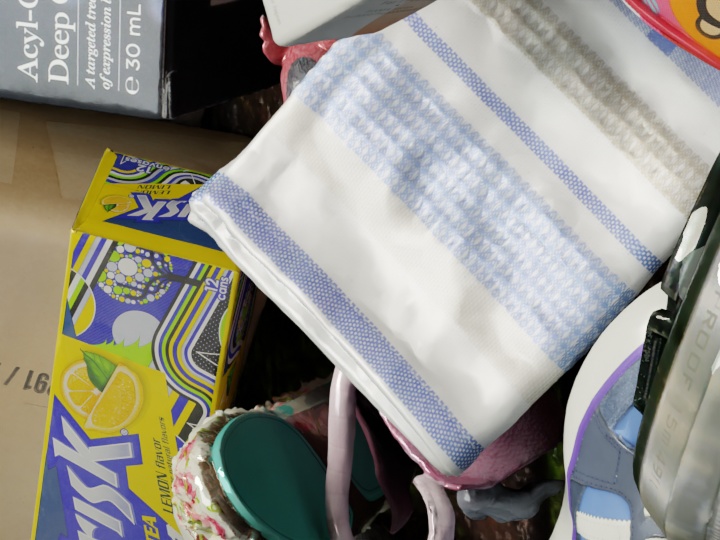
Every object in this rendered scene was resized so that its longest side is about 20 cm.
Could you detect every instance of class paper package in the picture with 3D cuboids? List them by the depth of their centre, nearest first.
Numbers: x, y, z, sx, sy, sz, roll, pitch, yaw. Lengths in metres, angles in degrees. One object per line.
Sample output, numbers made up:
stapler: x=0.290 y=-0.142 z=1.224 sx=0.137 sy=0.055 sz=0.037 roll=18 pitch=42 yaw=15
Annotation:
paper package: x=-0.151 y=0.028 z=1.207 sx=0.104 sy=0.198 sz=0.192 roll=-100 pitch=24 yaw=-55

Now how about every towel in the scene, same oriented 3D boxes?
towel: x=0.049 y=-0.046 z=0.976 sx=0.200 sy=0.024 sz=0.147 roll=-47 pitch=69 yaw=8

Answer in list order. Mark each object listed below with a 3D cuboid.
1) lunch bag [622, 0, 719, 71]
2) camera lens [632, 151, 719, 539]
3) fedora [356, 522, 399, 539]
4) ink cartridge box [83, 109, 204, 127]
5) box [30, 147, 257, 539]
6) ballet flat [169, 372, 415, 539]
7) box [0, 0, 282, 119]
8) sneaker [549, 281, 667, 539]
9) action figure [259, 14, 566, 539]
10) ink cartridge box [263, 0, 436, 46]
lunch bag: x=0.155 y=-0.139 z=0.810 sx=0.175 sy=0.082 sz=0.201 roll=31 pitch=125 yaw=6
camera lens: x=0.182 y=0.030 z=0.746 sx=0.199 sy=0.160 sz=0.161 roll=24 pitch=121 yaw=13
fedora: x=-0.038 y=0.190 z=1.155 sx=0.199 sy=0.177 sz=0.090 roll=-32 pitch=109 yaw=34
ink cartridge box: x=-0.126 y=-0.088 z=1.271 sx=0.115 sy=0.067 sz=0.201 roll=47 pitch=131 yaw=38
box: x=-0.087 y=0.058 z=1.125 sx=0.064 sy=0.070 sz=0.201 roll=-71 pitch=-6 yaw=-56
ballet flat: x=-0.032 y=0.086 z=1.080 sx=0.064 sy=0.200 sz=0.076 roll=-31 pitch=83 yaw=20
box: x=-0.133 y=-0.151 z=1.129 sx=0.199 sy=0.107 sz=0.150 roll=9 pitch=106 yaw=26
sneaker: x=0.120 y=0.117 z=0.951 sx=0.147 sy=0.080 sz=0.201 roll=-118 pitch=33 yaw=-43
action figure: x=0.000 y=0.000 z=1.054 sx=0.134 sy=0.149 sz=0.201 roll=-15 pitch=105 yaw=50
ink cartridge box: x=0.023 y=-0.177 z=0.876 sx=0.199 sy=0.050 sz=0.163 roll=-22 pitch=82 yaw=47
